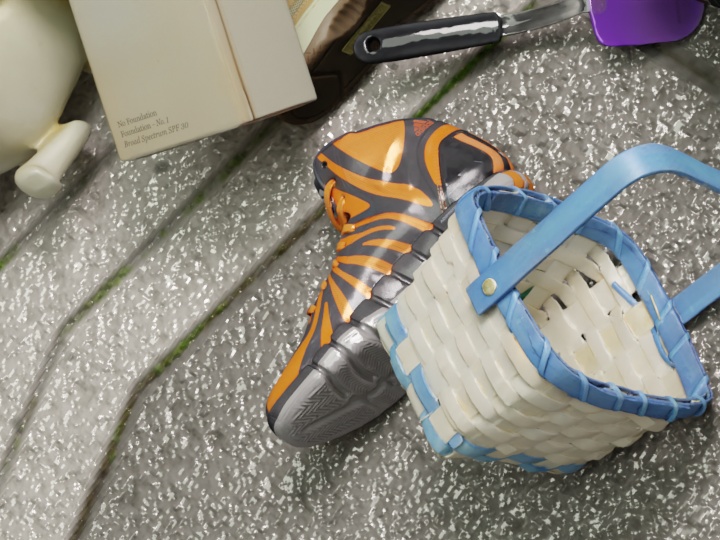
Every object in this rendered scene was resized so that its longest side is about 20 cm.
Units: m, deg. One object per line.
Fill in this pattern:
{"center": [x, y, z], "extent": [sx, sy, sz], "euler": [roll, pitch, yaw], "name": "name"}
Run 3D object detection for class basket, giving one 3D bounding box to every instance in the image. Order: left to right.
{"center": [0.119, 0.012, 1.411], "extent": [0.200, 0.176, 0.139], "euler": [-36, 61, 26], "name": "basket"}

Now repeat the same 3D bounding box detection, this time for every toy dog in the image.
{"center": [-0.241, -0.116, 1.639], "extent": [0.194, 0.140, 0.200], "euler": [38, 95, 37], "name": "toy dog"}

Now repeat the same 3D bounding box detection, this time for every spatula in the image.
{"center": [0.092, -0.140, 1.534], "extent": [0.200, 0.021, 0.057], "euler": [-10, 79, 16], "name": "spatula"}

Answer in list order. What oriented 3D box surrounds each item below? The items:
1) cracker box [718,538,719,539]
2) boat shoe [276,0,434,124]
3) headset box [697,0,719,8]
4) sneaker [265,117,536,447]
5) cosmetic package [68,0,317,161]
{"center": [0.274, 0.132, 1.373], "extent": [0.134, 0.058, 0.200], "euler": [41, 95, 27], "name": "cracker box"}
{"center": [0.002, -0.180, 1.577], "extent": [0.200, 0.072, 0.076], "euler": [-45, 57, 10], "name": "boat shoe"}
{"center": [0.210, -0.204, 1.378], "extent": [0.149, 0.200, 0.075], "euler": [-34, 103, -1], "name": "headset box"}
{"center": [0.000, 0.000, 1.536], "extent": [0.200, 0.078, 0.112], "euler": [-47, 58, -4], "name": "sneaker"}
{"center": [-0.109, -0.172, 1.542], "extent": [0.104, 0.073, 0.200], "euler": [-16, 95, 39], "name": "cosmetic package"}
